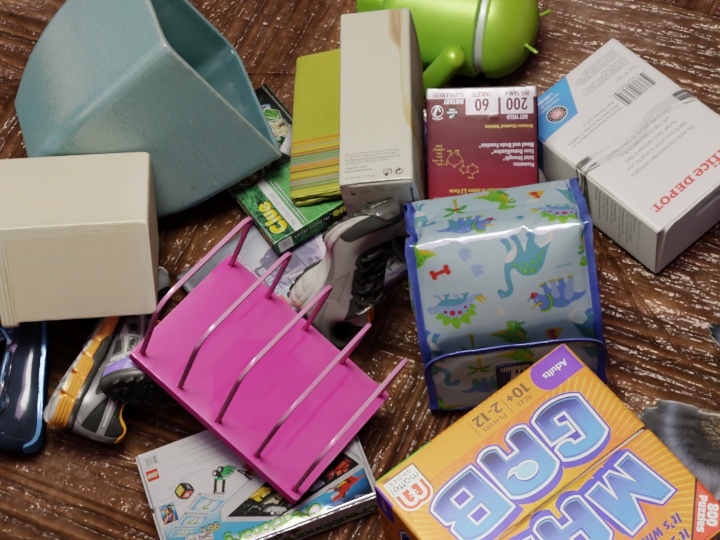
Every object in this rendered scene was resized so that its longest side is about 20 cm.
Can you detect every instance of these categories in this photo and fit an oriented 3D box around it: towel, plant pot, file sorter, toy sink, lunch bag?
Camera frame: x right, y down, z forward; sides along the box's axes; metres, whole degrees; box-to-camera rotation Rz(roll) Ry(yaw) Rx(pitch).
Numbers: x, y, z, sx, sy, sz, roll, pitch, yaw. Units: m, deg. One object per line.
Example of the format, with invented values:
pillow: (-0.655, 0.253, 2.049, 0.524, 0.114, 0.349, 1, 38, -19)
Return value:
towel: (-0.028, -0.152, 1.592, 0.086, 0.018, 0.200, -9, 51, 12)
plant pot: (-0.233, -0.165, 1.558, 0.200, 0.196, 0.197, -36, 45, 11)
file sorter: (-0.077, 0.074, 1.362, 0.200, 0.125, 0.139, 41, 62, 5)
toy sink: (-0.293, -0.027, 1.454, 0.200, 0.112, 0.130, -4, 33, -5)
lunch bag: (0.132, 0.034, 1.409, 0.170, 0.200, 0.128, -7, 27, 4)

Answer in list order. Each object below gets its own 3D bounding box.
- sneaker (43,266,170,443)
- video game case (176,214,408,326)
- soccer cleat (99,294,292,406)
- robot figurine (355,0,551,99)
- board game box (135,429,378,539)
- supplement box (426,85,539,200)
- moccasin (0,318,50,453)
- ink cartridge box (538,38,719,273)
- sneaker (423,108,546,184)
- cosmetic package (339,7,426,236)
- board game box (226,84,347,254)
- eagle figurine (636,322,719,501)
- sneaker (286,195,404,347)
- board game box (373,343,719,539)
sneaker: (-0.229, 0.082, 1.493, 0.077, 0.078, 0.200, 32, 57, -8)
video game case: (-0.063, 0.002, 1.547, 0.200, 0.019, 0.143, -34, 61, -15)
soccer cleat: (-0.149, 0.075, 1.451, 0.200, 0.068, 0.073, -11, 63, -16)
robot figurine: (0.098, -0.268, 1.636, 0.200, 0.116, 0.176, 11, 49, 13)
board game box: (-0.094, 0.194, 1.421, 0.200, 0.035, 0.126, -20, 57, -5)
supplement box: (0.119, -0.075, 1.494, 0.109, 0.061, 0.200, -1, 90, 7)
moccasin: (-0.335, 0.076, 1.494, 0.068, 0.081, 0.200, 1, 57, -7)
ink cartridge box: (0.272, -0.115, 1.539, 0.146, 0.084, 0.200, -38, 61, -16)
sneaker: (0.086, -0.104, 1.563, 0.200, 0.081, 0.084, 25, 77, 24)
cosmetic package: (0.022, -0.141, 1.488, 0.071, 0.105, 0.200, -5, 61, 9)
board game box: (-0.092, -0.108, 1.601, 0.105, 0.023, 0.200, -29, 52, -13)
eagle figurine: (0.369, 0.139, 1.367, 0.152, 0.151, 0.200, -1, 11, -40)
sneaker: (0.000, 0.000, 1.427, 0.074, 0.200, 0.079, -24, 70, -32)
board game box: (0.155, 0.228, 1.273, 0.200, 0.200, 0.200, -35, 62, -15)
